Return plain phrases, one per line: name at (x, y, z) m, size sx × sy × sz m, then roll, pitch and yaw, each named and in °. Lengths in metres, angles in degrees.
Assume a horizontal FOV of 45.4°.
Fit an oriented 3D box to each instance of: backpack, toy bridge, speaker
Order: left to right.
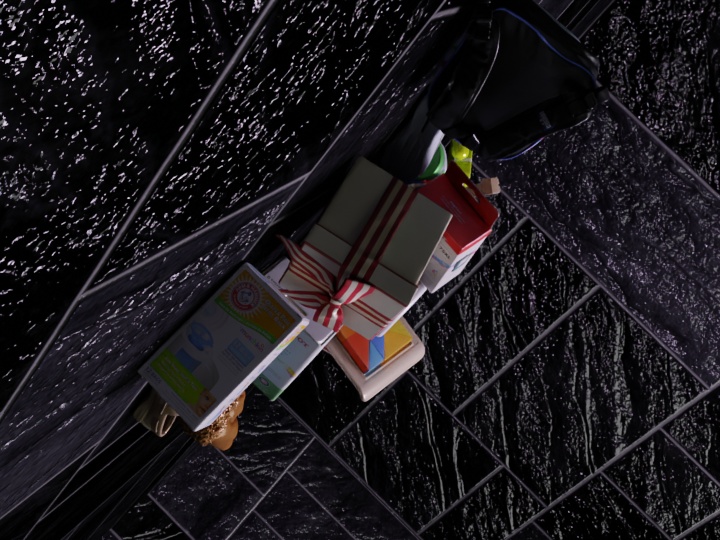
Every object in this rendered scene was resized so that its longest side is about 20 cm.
speaker at (0.107, -0.187, 1.488) m, size 0.088 × 0.088 × 0.200 m, roll -46°, pitch 176°, yaw 6°
toy bridge at (0.136, -0.119, 1.412) m, size 0.199 × 0.027 × 0.067 m, roll -12°, pitch -178°, yaw 31°
backpack at (0.180, -0.242, 1.082) m, size 0.190 × 0.200 × 0.154 m, roll -44°, pitch -168°, yaw 37°

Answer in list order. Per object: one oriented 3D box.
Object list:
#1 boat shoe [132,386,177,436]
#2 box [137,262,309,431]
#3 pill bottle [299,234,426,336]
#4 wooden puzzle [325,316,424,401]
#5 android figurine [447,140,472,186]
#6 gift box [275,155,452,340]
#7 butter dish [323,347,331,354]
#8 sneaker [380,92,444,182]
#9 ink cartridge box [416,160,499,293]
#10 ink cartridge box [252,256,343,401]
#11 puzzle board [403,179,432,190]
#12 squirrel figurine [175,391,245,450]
boat shoe at (-0.278, 0.184, 1.302) m, size 0.071 × 0.065 × 0.200 m, roll -42°, pitch 175°, yaw -48°
box at (-0.176, 0.099, 1.139) m, size 0.200 × 0.112 × 0.101 m, roll -45°, pitch 175°, yaw -3°
pill bottle at (0.000, 0.000, 1.412) m, size 0.120 × 0.200 × 0.120 m, roll -46°, pitch 177°, yaw -3°
wooden puzzle at (0.011, 0.097, 1.459) m, size 0.185 × 0.200 × 0.037 m, roll -30°, pitch 176°, yaw -46°
android figurine at (0.184, -0.221, 1.577) m, size 0.182 × 0.041 × 0.201 m, roll -1°, pitch 97°, yaw -87°
gift box at (-0.013, -0.024, 1.207) m, size 0.187 × 0.200 × 0.185 m, roll -62°, pitch -179°, yaw -27°
butter dish at (-0.050, 0.058, 1.564) m, size 0.148 × 0.200 × 0.199 m, roll -61°, pitch -165°, yaw -15°
sneaker at (0.099, -0.204, 1.307) m, size 0.071 × 0.073 × 0.200 m, roll -40°, pitch 174°, yaw -39°
ink cartridge box at (0.124, -0.064, 1.319) m, size 0.067 × 0.116 × 0.200 m, roll -33°, pitch 165°, yaw -25°
ink cartridge box at (-0.133, 0.096, 1.379) m, size 0.088 × 0.145 × 0.200 m, roll -44°, pitch 176°, yaw -42°
puzzle board at (0.055, -0.123, 1.384) m, size 0.150 × 0.017 × 0.200 m, roll -12°, pitch 180°, yaw 27°
squirrel figurine at (-0.247, 0.218, 1.563) m, size 0.187 × 0.141 × 0.200 m, roll -52°, pitch 180°, yaw -4°
